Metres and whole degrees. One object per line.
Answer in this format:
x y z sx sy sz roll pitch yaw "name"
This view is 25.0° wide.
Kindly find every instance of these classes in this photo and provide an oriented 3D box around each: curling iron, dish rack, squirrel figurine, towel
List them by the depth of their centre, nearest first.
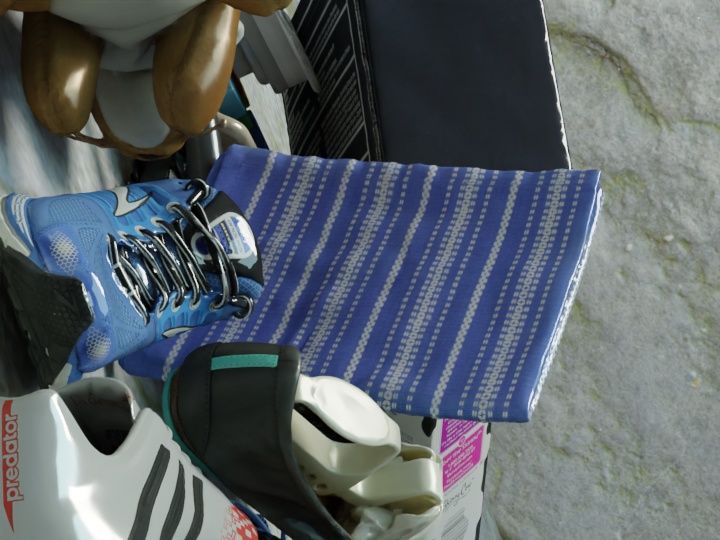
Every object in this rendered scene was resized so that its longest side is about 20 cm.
-0.101 -0.147 0.705 0.187 0.140 0.202 78 1 -73 "squirrel figurine"
0.000 0.000 0.732 0.024 0.198 0.146 71 33 -43 "towel"
-0.078 -0.015 0.822 0.049 0.025 0.203 -179 -99 -69 "curling iron"
-0.091 -0.202 0.934 0.172 0.043 0.201 -112 176 -51 "dish rack"

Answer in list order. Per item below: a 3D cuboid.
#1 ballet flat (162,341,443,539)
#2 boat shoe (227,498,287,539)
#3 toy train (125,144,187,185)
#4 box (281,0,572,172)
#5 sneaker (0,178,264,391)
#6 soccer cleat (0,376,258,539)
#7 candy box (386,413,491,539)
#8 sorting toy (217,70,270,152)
-0.006 0.092 0.679 0.200 0.068 0.069 48 31 -49 "ballet flat"
-0.048 0.153 0.715 0.200 0.068 0.085 -77 151 -79 "boat shoe"
-0.104 -0.036 0.861 0.201 0.034 0.046 -94 169 -64 "toy train"
0.034 -0.081 0.970 0.200 0.122 0.201 131 -48 -68 "box"
-0.089 -0.007 0.648 0.200 0.088 0.079 -72 144 -80 "sneaker"
-0.083 0.081 0.581 0.200 0.068 0.086 21 60 -77 "soccer cleat"
0.001 0.060 0.854 0.136 0.061 0.202 28 -46 30 "candy box"
-0.089 -0.114 0.962 0.201 0.036 0.185 61 -2 28 "sorting toy"
